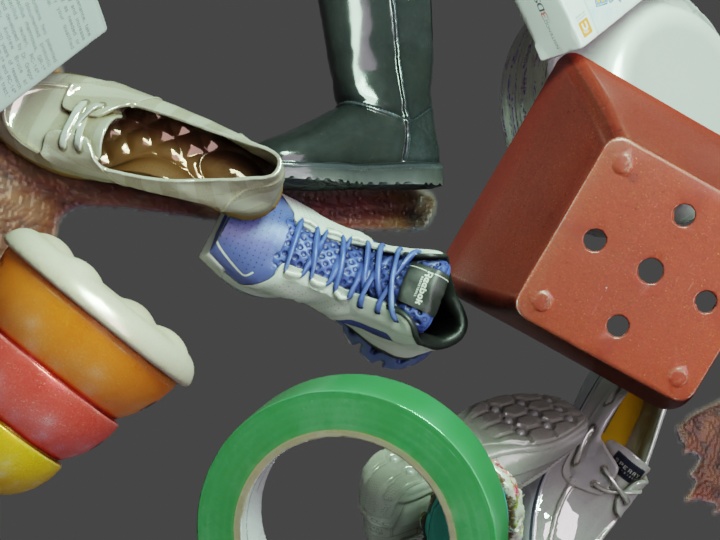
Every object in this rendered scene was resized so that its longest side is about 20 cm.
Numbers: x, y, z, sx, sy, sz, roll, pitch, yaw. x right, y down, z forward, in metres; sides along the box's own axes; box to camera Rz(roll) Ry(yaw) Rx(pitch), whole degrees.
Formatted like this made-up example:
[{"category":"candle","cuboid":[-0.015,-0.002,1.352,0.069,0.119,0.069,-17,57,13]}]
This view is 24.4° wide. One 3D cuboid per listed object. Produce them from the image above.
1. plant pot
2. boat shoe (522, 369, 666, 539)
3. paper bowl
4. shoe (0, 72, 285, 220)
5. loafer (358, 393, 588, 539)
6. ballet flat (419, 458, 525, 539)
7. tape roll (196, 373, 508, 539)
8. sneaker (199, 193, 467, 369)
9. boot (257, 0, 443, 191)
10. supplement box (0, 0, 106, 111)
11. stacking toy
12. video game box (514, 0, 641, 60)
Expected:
[{"category":"plant pot","cuboid":[0.187,-0.016,1.158,0.200,0.176,0.200,29,99,-4]},{"category":"boat shoe","cuboid":[0.186,0.152,1.271,0.071,0.070,0.200,40,66,-22]},{"category":"paper bowl","cuboid":[0.217,-0.129,1.303,0.201,0.104,0.201,3,84,-32]},{"category":"shoe","cuboid":[-0.143,-0.086,1.079,0.200,0.053,0.070,16,77,-8]},{"category":"loafer","cuboid":[0.082,0.144,1.219,0.200,0.070,0.070,-15,129,-30]},{"category":"ballet flat","cuboid":[0.080,0.196,1.168,0.064,0.076,0.200,-43,150,-48]},{"category":"tape roll","cuboid":[-0.005,0.169,1.091,0.048,0.200,0.200,-34,106,-72]},{"category":"sneaker","cuboid":[0.001,0.000,1.150,0.199,0.115,0.081,31,69,-25]},{"category":"boot","cuboid":[-0.016,-0.158,1.185,0.165,0.066,0.200,-1,88,-39]},{"category":"supplement box","cuboid":[-0.265,-0.142,0.993,0.200,0.101,0.103,-44,141,-26]},{"category":"stacking toy","cuboid":[-0.213,0.087,1.027,0.146,0.146,0.200,41,85,-21]},{"category":"video game box","cuboid":[0.160,-0.277,1.218,0.200,0.047,0.182,-40,111,-39]}]
